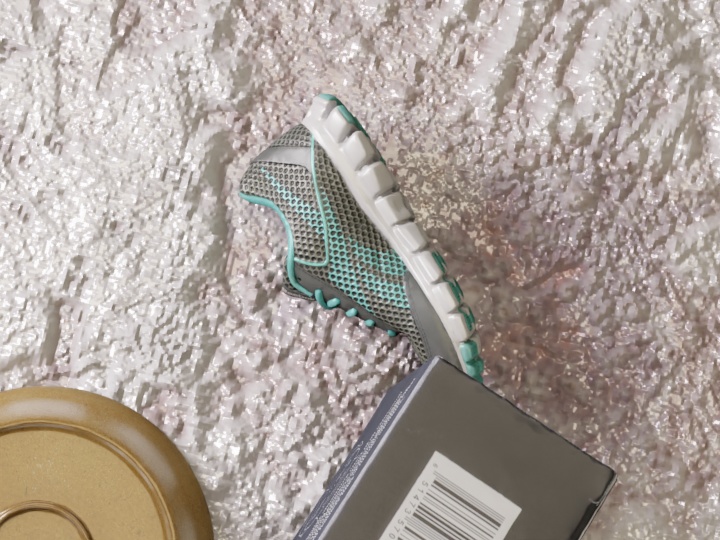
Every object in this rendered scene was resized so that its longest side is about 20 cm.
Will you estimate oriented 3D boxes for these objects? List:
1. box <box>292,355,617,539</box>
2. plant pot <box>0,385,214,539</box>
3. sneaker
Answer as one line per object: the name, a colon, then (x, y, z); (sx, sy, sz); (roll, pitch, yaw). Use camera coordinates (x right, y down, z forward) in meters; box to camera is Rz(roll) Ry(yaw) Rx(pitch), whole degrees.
box: (0.030, 0.142, 0.767); (0.107, 0.200, 0.149); (33, 80, 0)
plant pot: (-0.182, 0.164, 0.832); (0.199, 0.027, 0.201); (1, 80, -5)
sneaker: (0.000, 0.000, 0.864); (0.091, 0.078, 0.200); (-32, 81, 6)
